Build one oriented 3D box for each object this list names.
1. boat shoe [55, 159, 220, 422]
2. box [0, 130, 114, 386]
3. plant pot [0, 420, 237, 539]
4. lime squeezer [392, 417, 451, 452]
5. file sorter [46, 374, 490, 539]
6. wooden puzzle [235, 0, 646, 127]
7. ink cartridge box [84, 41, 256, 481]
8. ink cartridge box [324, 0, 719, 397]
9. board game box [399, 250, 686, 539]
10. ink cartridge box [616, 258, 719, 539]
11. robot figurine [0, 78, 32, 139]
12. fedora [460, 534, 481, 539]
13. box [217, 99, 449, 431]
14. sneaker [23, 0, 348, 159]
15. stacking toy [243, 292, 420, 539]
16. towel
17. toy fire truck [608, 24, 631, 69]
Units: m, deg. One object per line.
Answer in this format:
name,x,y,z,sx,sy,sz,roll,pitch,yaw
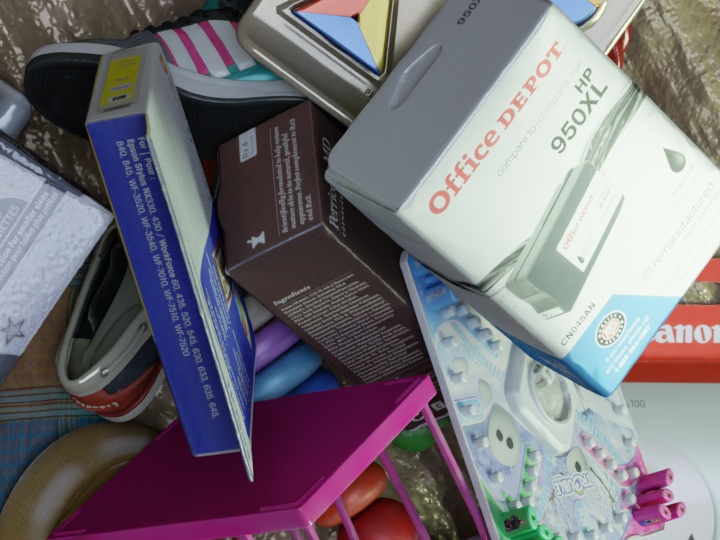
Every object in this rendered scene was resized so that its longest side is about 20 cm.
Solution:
boat shoe,-0.128,-0.009,1.421,0.071,0.063,0.200,13,74,28
box,-0.243,0.013,1.289,0.132,0.115,0.200,34,89,-13
plant pot,-0.139,0.191,1.427,0.200,0.027,0.201,6,82,-45
lime squeezer,0.042,0.070,1.510,0.200,0.038,0.071,-39,69,-4
file sorter,-0.046,0.159,1.355,0.139,0.200,0.126,-42,113,-46
wooden puzzle,0.056,-0.160,1.353,0.185,0.046,0.200,36,88,-5
ink cartridge box,-0.102,-0.006,1.286,0.047,0.200,0.198,-14,109,5
ink cartridge box,0.100,-0.046,1.310,0.200,0.084,0.145,39,85,-35
board game box,0.115,0.074,1.424,0.026,0.200,0.200,-24,80,32
ink cartridge box,0.211,0.095,1.531,0.162,0.057,0.200,0,100,-10
robot figurine,-0.279,-0.038,1.393,0.170,0.113,0.200,34,89,-35
fedora,0.090,0.213,1.467,0.177,0.200,0.090,-2,60,-43
box,0.000,0.000,1.405,0.075,0.100,0.200,-27,137,23
sneaker,-0.097,-0.135,1.419,0.200,0.121,0.084,8,137,-8
stacking toy,-0.028,0.106,1.454,0.085,0.085,0.200,-35,92,-6
towel,-0.188,0.061,1.418,0.022,0.147,0.201,7,95,31
toy fire truck,0.069,-0.143,1.464,0.168,0.112,0.200,-34,100,19
